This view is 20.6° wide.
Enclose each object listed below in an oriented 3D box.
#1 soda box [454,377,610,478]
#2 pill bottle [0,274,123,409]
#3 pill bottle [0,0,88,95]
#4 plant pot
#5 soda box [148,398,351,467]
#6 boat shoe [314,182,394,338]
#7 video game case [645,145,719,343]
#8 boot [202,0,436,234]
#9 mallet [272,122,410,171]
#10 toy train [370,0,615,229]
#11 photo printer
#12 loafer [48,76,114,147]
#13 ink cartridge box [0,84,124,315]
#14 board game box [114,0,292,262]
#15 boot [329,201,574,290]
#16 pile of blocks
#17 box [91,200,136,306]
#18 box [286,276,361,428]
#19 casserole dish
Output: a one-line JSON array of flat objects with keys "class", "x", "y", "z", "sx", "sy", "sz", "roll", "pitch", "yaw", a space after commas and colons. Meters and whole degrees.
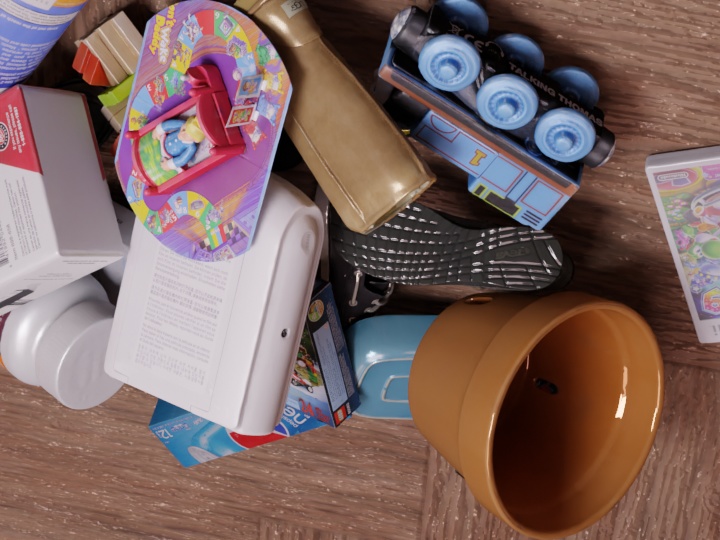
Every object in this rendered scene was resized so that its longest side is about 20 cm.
[{"class": "soda box", "x": 0.175, "y": 0.131, "z": 1.771, "sx": 0.063, "sy": 0.071, "sz": 0.200, "roll": 37, "pitch": 131, "yaw": -22}, {"class": "pill bottle", "x": -0.288, "y": 0.031, "z": 1.723, "sx": 0.200, "sy": 0.109, "sz": 0.110, "roll": 36, "pitch": 146, "yaw": 34}, {"class": "pill bottle", "x": -0.288, "y": -0.208, "z": 1.555, "sx": 0.112, "sy": 0.113, "sz": 0.200, "roll": 34, "pitch": 132, "yaw": -16}, {"class": "plant pot", "x": 0.132, "y": 0.103, "z": 1.627, "sx": 0.140, "sy": 0.200, "sz": 0.201, "roll": 22, "pitch": 148, "yaw": 46}, {"class": "soda box", "x": -0.097, "y": 0.118, "z": 1.842, "sx": 0.199, "sy": 0.068, "sz": 0.064, "roll": -20, "pitch": 125, "yaw": 31}, {"class": "boat shoe", "x": 0.000, "y": 0.000, "z": 1.702, "sx": 0.060, "sy": 0.074, "sz": 0.201, "roll": 8, "pitch": 126, "yaw": 15}, {"class": "video game case", "x": 0.325, "y": -0.022, "z": 1.619, "sx": 0.142, "sy": 0.018, "sz": 0.201, "roll": -7, "pitch": 130, "yaw": 21}, {"class": "boot", "x": -0.048, "y": -0.111, "z": 1.533, "sx": 0.201, "sy": 0.066, "sz": 0.175, "roll": 55, "pitch": 146, "yaw": 4}, {"class": "mallet", "x": 0.007, "y": -0.109, "z": 1.620, "sx": 0.198, "sy": 0.041, "sz": 0.066, "roll": 5, "pitch": 133, "yaw": 6}, {"class": "toy train", "x": 0.097, "y": -0.124, "z": 1.524, "sx": 0.199, "sy": 0.087, "sz": 0.114, "roll": 30, "pitch": 127, "yaw": -13}, {"class": "photo printer", "x": -0.116, "y": 0.011, "z": 1.578, "sx": 0.166, "sy": 0.069, "sz": 0.202, "roll": 19, "pitch": 100, "yaw": 35}, {"class": "loafer", "x": -0.283, "y": -0.098, "z": 1.692, "sx": 0.199, "sy": 0.063, "sz": 0.072, "roll": -25, "pitch": 120, "yaw": 34}, {"class": "ink cartridge box", "x": -0.304, "y": -0.045, "z": 1.618, "sx": 0.199, "sy": 0.145, "sz": 0.083, "roll": -23, "pitch": 166, "yaw": 32}, {"class": "board game box", "x": -0.136, "y": -0.106, "z": 1.511, "sx": 0.157, "sy": 0.039, "sz": 0.201, "roll": 30, "pitch": 113, "yaw": 32}, {"class": "boot", "x": 0.077, "y": -0.011, "z": 1.635, "sx": 0.198, "sy": 0.068, "sz": 0.131, "roll": 11, "pitch": 176, "yaw": 8}, {"class": "pile of blocks", "x": -0.178, "y": -0.118, "z": 1.619, "sx": 0.082, "sy": 0.062, "sz": 0.201, "roll": 29, "pitch": 154, "yaw": 49}, {"class": "box", "x": -0.185, "y": 0.025, "z": 1.738, "sx": 0.199, "sy": 0.041, "sz": 0.157, "roll": 27, "pitch": 141, "yaw": 29}, {"class": "box", "x": -0.096, "y": 0.045, "z": 1.724, "sx": 0.199, "sy": 0.038, "sz": 0.137, "roll": 21, "pitch": 139, "yaw": 38}, {"class": "casserole dish", "x": 0.064, "y": 0.091, "z": 1.742, "sx": 0.198, "sy": 0.039, "sz": 0.122, "roll": 1, "pitch": 140, "yaw": -16}]
